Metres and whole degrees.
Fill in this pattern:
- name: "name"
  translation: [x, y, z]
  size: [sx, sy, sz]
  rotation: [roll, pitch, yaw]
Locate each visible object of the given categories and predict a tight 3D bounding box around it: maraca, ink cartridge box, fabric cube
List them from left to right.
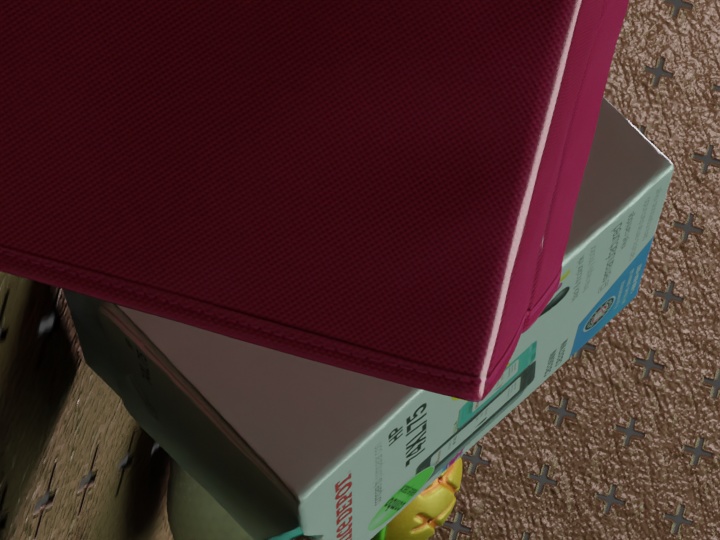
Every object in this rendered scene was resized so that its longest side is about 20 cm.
- name: "fabric cube"
  translation: [-0.024, -0.101, 0.695]
  size: [0.200, 0.196, 0.200]
  rotation: [-41, 145, -77]
- name: "ink cartridge box"
  translation: [0.000, 0.000, 1.057]
  size: [0.200, 0.146, 0.147]
  rotation: [-41, 164, -14]
- name: "maraca"
  translation: [0.043, 0.168, 2.385]
  size: [0.137, 0.107, 0.200]
  rotation: [-55, 159, -70]

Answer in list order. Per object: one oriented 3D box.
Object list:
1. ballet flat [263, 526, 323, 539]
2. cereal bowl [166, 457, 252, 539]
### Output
- name: "ballet flat"
  translation: [-0.079, 0.150, 1.020]
  size: [0.076, 0.200, 0.064]
  rotation: [-20, 89, -41]
- name: "cereal bowl"
  translation: [-0.046, 0.070, 1.374]
  size: [0.200, 0.083, 0.200]
  rotation: [-62, 176, -7]
